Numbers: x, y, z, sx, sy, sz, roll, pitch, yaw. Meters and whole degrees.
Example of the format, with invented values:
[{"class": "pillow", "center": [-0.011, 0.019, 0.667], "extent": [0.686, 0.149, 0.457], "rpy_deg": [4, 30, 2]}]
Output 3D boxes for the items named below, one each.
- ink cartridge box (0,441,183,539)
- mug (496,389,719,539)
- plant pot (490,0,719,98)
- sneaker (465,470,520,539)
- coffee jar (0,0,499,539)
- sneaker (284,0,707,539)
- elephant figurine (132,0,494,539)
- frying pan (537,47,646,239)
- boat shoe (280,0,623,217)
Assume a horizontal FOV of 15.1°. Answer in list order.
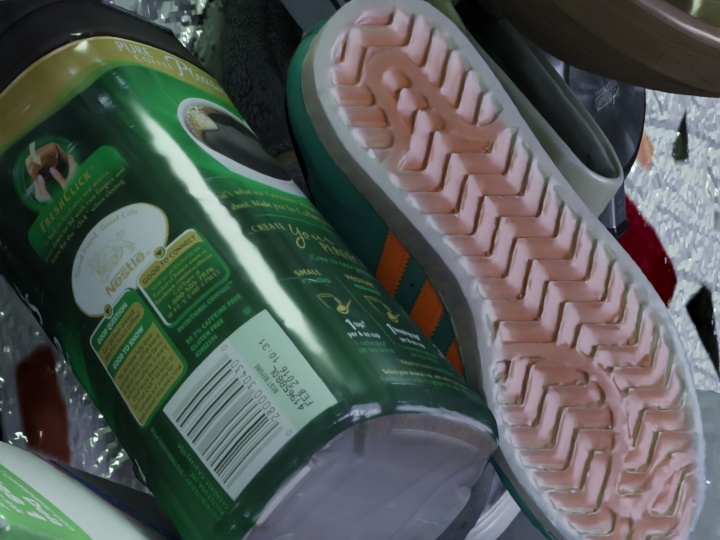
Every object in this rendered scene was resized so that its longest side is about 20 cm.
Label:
[{"class": "ink cartridge box", "center": [-0.104, 0.134, 0.796], "extent": [0.145, 0.084, 0.200], "rpy_deg": [-60, 146, 1]}, {"class": "mug", "center": [0.122, 0.137, 1.127], "extent": [0.200, 0.175, 0.148], "rpy_deg": [-53, 134, -44]}, {"class": "plant pot", "center": [0.099, -0.129, 0.918], "extent": [0.201, 0.093, 0.201], "rpy_deg": [15, 55, -22]}, {"class": "sneaker", "center": [0.034, 0.013, 1.089], "extent": [0.112, 0.073, 0.200], "rpy_deg": [63, 33, -33]}, {"class": "coffee jar", "center": [-0.053, 0.003, 0.830], "extent": [0.085, 0.200, 0.104], "rpy_deg": [-47, 150, 15]}, {"class": "sneaker", "center": [0.041, 0.007, 0.865], "extent": [0.071, 0.080, 0.200], "rpy_deg": [-29, 90, -17]}, {"class": "elephant figurine", "center": [0.000, 0.000, 0.984], "extent": [0.155, 0.141, 0.200], "rpy_deg": [101, 0, -45]}, {"class": "frying pan", "center": [0.100, -0.043, 1.233], "extent": [0.115, 0.031, 0.190], "rpy_deg": [3, 85, -58]}, {"class": "boat shoe", "center": [0.026, -0.087, 0.955], "extent": [0.072, 0.062, 0.200], "rpy_deg": [-3, 57, -57]}]
